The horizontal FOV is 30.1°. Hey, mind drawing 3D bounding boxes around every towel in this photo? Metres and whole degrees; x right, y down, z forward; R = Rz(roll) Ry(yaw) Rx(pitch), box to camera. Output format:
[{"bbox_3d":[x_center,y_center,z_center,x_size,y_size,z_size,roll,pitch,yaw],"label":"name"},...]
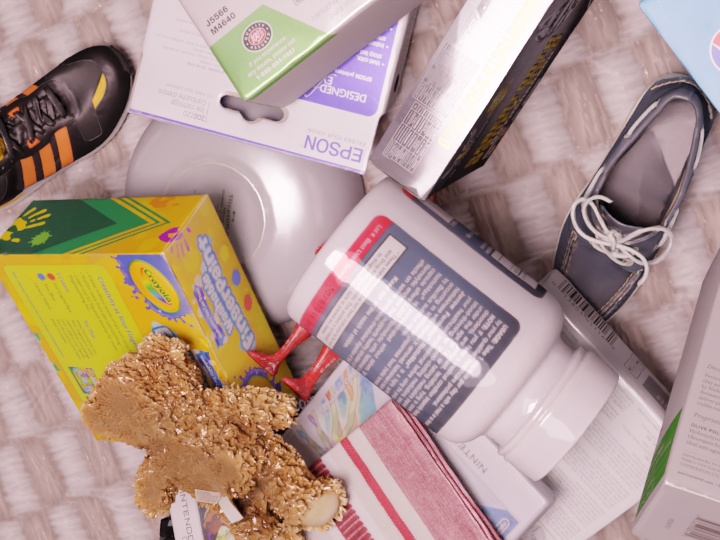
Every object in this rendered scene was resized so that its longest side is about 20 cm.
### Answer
[{"bbox_3d":[0.000,0.203,0.965,0.200,0.023,0.144,-42,74,26],"label":"towel"}]

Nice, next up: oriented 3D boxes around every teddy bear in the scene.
[{"bbox_3d":[-0.101,0.131,0.957,0.200,0.067,0.145,27,120,5],"label":"teddy bear"}]

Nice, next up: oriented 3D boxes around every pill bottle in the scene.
[{"bbox_3d":[0.063,0.042,0.878,0.200,0.120,0.120,38,112,5],"label":"pill bottle"}]

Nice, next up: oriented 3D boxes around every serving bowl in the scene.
[{"bbox_3d":[-0.100,-0.047,1.033,0.200,0.066,0.200,5,104,19],"label":"serving bowl"}]

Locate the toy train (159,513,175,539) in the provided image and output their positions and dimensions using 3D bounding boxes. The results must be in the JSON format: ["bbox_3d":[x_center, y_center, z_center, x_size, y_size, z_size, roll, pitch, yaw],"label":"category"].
[{"bbox_3d":[-0.078,0.207,1.104,0.200,0.034,0.046,-9,87,22],"label":"toy train"}]

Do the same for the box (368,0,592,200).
[{"bbox_3d":[0.097,-0.151,0.889,0.048,0.158,0.200,36,111,8],"label":"box"}]

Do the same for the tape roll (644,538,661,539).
[{"bbox_3d":[0.238,0.272,0.916,0.139,0.203,0.203,22,109,12],"label":"tape roll"}]

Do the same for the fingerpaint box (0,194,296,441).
[{"bbox_3d":[-0.161,0.041,1.017,0.167,0.073,0.200,0,130,29],"label":"fingerpaint box"}]

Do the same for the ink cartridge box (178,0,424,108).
[{"bbox_3d":[-0.065,-0.235,0.916,0.145,0.084,0.200,-36,83,16],"label":"ink cartridge box"}]

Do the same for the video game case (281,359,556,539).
[{"bbox_3d":[0.017,0.168,0.977,0.182,0.022,0.200,46,113,20],"label":"video game case"}]

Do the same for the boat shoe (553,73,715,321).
[{"bbox_3d":[0.188,-0.040,0.934,0.075,0.062,0.200,30,112,5],"label":"boat shoe"}]

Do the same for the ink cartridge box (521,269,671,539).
[{"bbox_3d":[0.123,0.122,0.972,0.160,0.047,0.200,48,121,4],"label":"ink cartridge box"}]

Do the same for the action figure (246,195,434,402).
[{"bbox_3d":[0.000,0.000,0.985,0.065,0.052,0.200,32,78,41],"label":"action figure"}]

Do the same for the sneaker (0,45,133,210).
[{"bbox_3d":[-0.266,-0.104,1.063,0.200,0.090,0.070,-35,90,23],"label":"sneaker"}]

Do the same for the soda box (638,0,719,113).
[{"bbox_3d":[0.273,-0.119,0.885,0.068,0.064,0.200,-37,89,22],"label":"soda box"}]

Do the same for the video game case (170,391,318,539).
[{"bbox_3d":[-0.056,0.196,1.057,0.200,0.036,0.182,-17,77,21],"label":"video game case"}]

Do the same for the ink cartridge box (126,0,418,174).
[{"bbox_3d":[-0.058,-0.190,0.983,0.198,0.043,0.200,17,98,14],"label":"ink cartridge box"}]

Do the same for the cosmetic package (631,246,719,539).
[{"bbox_3d":[0.247,0.078,0.858,0.085,0.200,0.108,18,152,9],"label":"cosmetic package"}]
